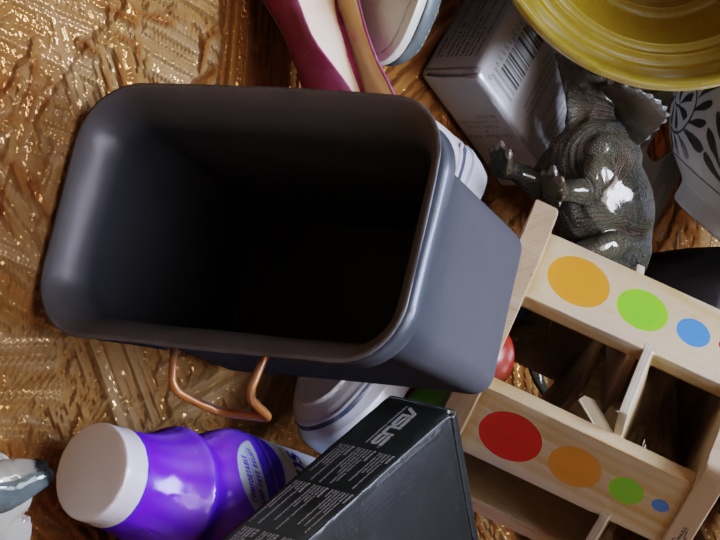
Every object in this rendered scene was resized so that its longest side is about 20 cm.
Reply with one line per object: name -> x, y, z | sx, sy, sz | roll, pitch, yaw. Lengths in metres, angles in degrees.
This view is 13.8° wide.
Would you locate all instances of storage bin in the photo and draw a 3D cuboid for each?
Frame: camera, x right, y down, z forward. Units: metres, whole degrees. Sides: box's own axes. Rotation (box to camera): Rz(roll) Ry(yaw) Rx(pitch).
storage bin -> -0.027, 0.005, 1.393 | 0.134, 0.200, 0.146 | 33, 66, -54

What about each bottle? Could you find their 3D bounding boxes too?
bottle -> -0.060, 0.119, 1.434 | 0.200, 0.065, 0.084 | 24, 40, -46

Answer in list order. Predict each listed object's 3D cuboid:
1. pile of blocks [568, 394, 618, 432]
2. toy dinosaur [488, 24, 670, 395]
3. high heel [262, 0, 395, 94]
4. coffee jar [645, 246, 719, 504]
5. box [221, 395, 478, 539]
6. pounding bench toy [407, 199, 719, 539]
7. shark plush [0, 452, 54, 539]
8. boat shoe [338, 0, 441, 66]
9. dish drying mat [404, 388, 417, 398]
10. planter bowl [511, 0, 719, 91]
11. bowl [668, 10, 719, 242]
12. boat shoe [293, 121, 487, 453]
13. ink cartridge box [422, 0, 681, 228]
pile of blocks -> 0.134, 0.164, 1.651 | 0.062, 0.082, 0.200 | -30, 112, -44
toy dinosaur -> 0.124, -0.026, 1.585 | 0.102, 0.077, 0.200 | -11, 100, -34
high heel -> -0.007, -0.127, 1.477 | 0.067, 0.096, 0.200 | 4, 88, -48
coffee jar -> 0.218, 0.068, 1.730 | 0.200, 0.104, 0.085 | 47, 51, -39
box -> -0.012, 0.190, 1.398 | 0.200, 0.047, 0.193 | -38, 130, -42
pounding bench toy -> 0.098, 0.091, 1.536 | 0.200, 0.156, 0.124 | 113, 2, -45
shark plush -> -0.214, 0.114, 1.271 | 0.200, 0.091, 0.083 | -22, 137, -51
boat shoe -> 0.040, -0.193, 1.550 | 0.062, 0.073, 0.200 | 26, 66, -42
dish drying mat -> 0.023, 0.099, 1.560 | 0.077, 0.018, 0.200 | 46, 54, -64
planter bowl -> 0.163, -0.189, 1.588 | 0.083, 0.200, 0.201 | 86, 8, -85
bowl -> 0.236, -0.049, 1.660 | 0.094, 0.201, 0.201 | -50, 134, 7
boat shoe -> 0.000, 0.000, 1.516 | 0.067, 0.073, 0.200 | 46, 46, -29
ink cartridge box -> 0.132, -0.124, 1.677 | 0.174, 0.044, 0.200 | 53, 53, -36
